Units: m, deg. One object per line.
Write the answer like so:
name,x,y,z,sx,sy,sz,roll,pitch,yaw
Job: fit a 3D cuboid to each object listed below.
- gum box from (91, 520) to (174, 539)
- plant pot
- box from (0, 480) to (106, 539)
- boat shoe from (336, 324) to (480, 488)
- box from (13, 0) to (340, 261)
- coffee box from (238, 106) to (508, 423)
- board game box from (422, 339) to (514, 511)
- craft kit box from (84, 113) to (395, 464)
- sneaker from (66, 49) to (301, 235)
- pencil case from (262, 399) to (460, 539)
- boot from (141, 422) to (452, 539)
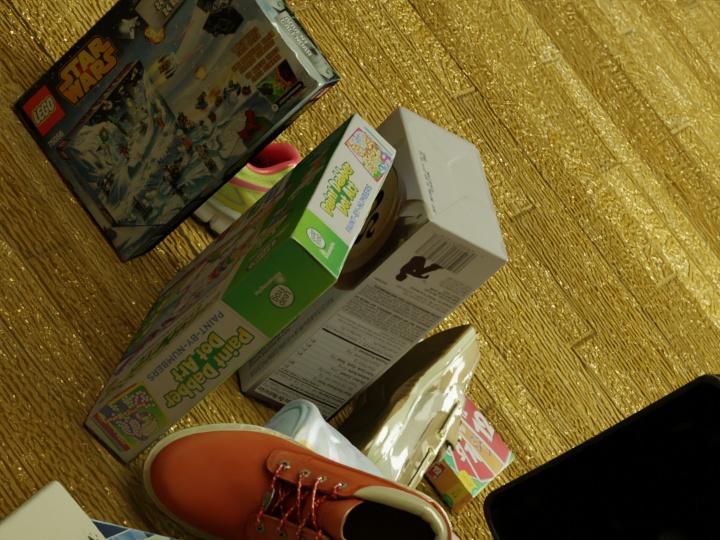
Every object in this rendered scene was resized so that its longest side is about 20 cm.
gum box,-0.083,0.251,1.434,0.169,0.044,0.201,20,38,-46
plant pot,0.229,0.185,1.532,0.177,0.199,0.201,-4,68,-50
box,-0.206,0.188,1.302,0.069,0.082,0.200,51,28,-1
boat shoe,0.036,0.110,1.783,0.067,0.074,0.200,58,42,-14
box,-0.126,-0.121,1.688,0.137,0.200,0.040,54,27,6
coffee box,0.000,0.000,1.731,0.079,0.200,0.114,25,36,-34
board game box,0.032,0.082,1.876,0.200,0.030,0.095,50,26,4
craft kit box,-0.074,0.009,1.605,0.048,0.200,0.198,42,26,-13
sneaker,-0.125,-0.109,1.799,0.199,0.090,0.078,35,32,-26
pencil case,0.002,0.174,1.640,0.200,0.083,0.091,42,15,-18
boot,-0.038,0.140,1.523,0.198,0.076,0.107,14,-4,0
